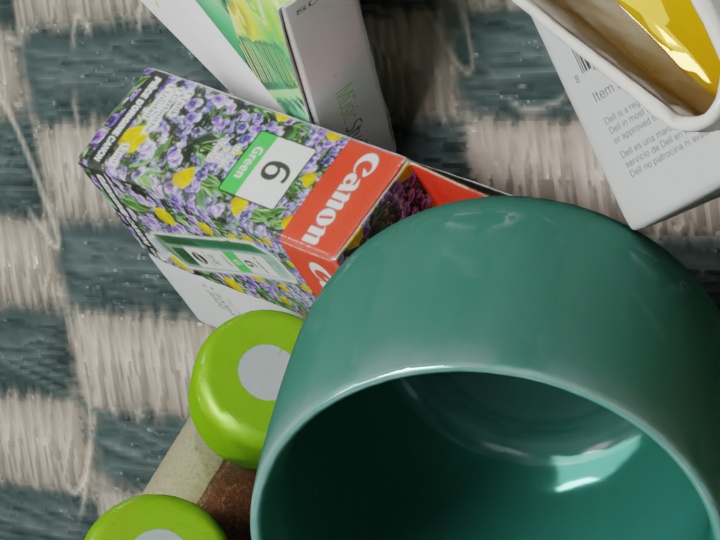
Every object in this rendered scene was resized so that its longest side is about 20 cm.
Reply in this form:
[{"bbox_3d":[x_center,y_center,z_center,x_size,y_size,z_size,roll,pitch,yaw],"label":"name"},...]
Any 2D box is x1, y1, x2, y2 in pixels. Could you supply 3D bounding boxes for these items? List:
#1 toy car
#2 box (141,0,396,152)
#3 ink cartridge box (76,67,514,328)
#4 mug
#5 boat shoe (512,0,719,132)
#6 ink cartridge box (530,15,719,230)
[{"bbox_3d":[0.003,0.135,1.033,0.200,0.158,0.164,28,155,5],"label":"toy car"},{"bbox_3d":[-0.069,-0.130,1.024,0.200,0.036,0.144,45,168,24],"label":"box"},{"bbox_3d":[0.000,0.000,1.007,0.200,0.050,0.109,22,158,39],"label":"ink cartridge box"},{"bbox_3d":[0.043,0.063,0.908,0.152,0.114,0.185,22,130,-6],"label":"mug"},{"bbox_3d":[0.053,-0.112,0.814,0.200,0.070,0.071,49,132,20],"label":"boat shoe"},{"bbox_3d":[0.112,-0.136,0.860,0.145,0.087,0.200,-31,83,46],"label":"ink cartridge box"}]
